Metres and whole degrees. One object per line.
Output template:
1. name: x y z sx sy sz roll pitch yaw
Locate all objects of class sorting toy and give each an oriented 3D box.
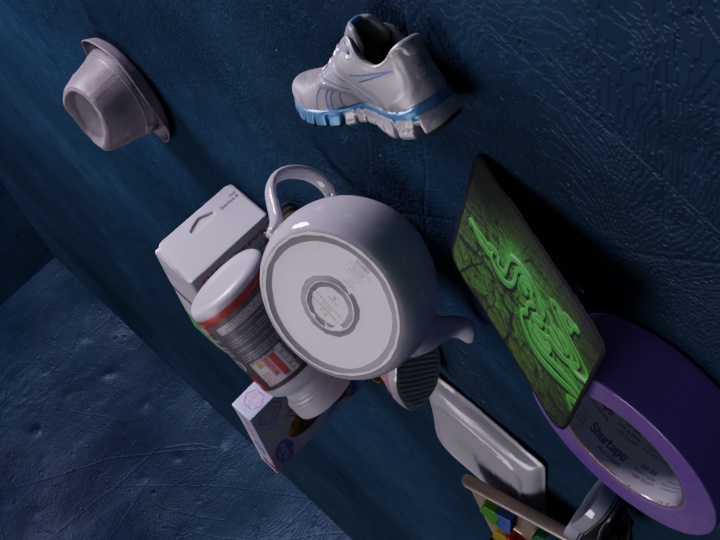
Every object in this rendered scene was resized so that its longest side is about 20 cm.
1. sorting toy: 0.229 0.356 1.540 0.184 0.037 0.201 23 158 36

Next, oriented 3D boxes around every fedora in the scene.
1. fedora: -0.349 -0.227 1.612 0.177 0.090 0.200 49 164 -5

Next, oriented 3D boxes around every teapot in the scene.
1. teapot: 0.000 0.000 1.188 0.195 0.146 0.203 4 119 30

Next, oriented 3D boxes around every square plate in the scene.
1. square plate: 0.160 0.235 1.520 0.197 0.028 0.201 39 162 27

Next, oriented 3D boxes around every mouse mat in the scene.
1. mouse mat: 0.134 0.021 0.975 0.201 0.007 0.162 59 160 26

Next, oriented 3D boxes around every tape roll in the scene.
1. tape roll: 0.242 0.133 1.006 0.200 0.066 0.201 42 164 15

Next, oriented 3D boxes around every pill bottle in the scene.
1. pill bottle: -0.105 0.082 1.438 0.200 0.116 0.116 48 164 -18

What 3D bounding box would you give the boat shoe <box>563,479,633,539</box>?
1. boat shoe: 0.269 0.280 1.282 0.066 0.070 0.201 34 161 14

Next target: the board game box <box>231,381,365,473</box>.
1. board game box: -0.083 0.176 1.691 0.041 0.200 0.201 37 162 26

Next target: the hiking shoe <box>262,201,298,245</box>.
1. hiking shoe: -0.057 0.011 1.459 0.100 0.076 0.201 37 160 41

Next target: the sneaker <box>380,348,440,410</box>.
1. sneaker: 0.028 0.075 1.398 0.104 0.075 0.202 31 153 43

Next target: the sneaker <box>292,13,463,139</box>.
1. sneaker: 0.003 -0.164 0.935 0.199 0.075 0.088 14 134 53

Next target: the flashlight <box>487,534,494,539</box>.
1. flashlight: 0.247 0.457 1.751 0.068 0.068 0.199 47 163 -15

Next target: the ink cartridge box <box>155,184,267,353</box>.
1. ink cartridge box: -0.185 0.001 1.633 0.084 0.146 0.201 37 162 28

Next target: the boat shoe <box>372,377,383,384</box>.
1. boat shoe: 0.001 0.096 1.523 0.072 0.068 0.201 37 161 28
